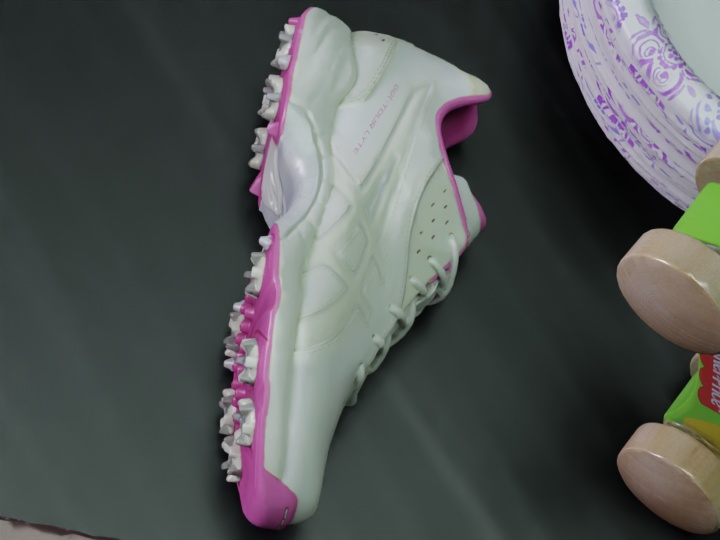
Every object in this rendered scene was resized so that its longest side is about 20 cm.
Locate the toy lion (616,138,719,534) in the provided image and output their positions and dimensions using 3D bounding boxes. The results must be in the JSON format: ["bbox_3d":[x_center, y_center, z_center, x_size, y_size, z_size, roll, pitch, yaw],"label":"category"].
[{"bbox_3d":[0.184,0.066,0.953,0.192,0.200,0.069,30,64,23],"label":"toy lion"}]

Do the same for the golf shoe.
[{"bbox_3d":[0.000,0.000,1.010,0.091,0.075,0.200,11,69,-9],"label":"golf shoe"}]

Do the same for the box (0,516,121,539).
[{"bbox_3d":[-0.117,0.193,0.864,0.166,0.164,0.200,11,68,-6],"label":"box"}]

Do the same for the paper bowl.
[{"bbox_3d":[0.174,-0.100,1.059,0.201,0.104,0.201,3,69,-8],"label":"paper bowl"}]
